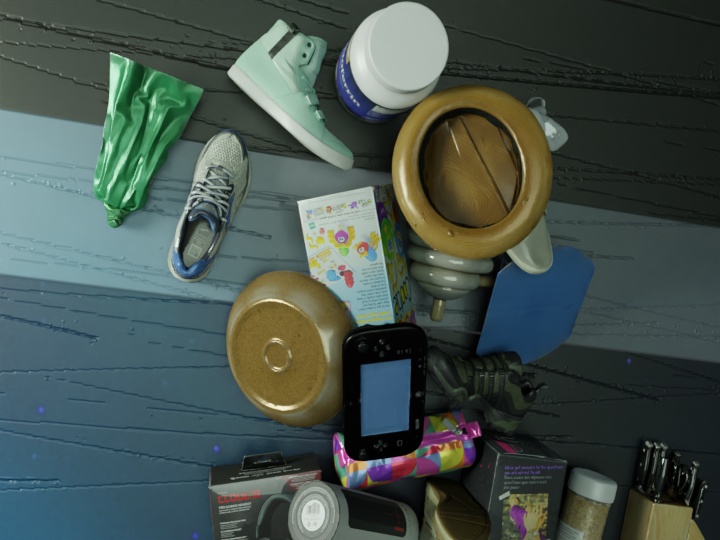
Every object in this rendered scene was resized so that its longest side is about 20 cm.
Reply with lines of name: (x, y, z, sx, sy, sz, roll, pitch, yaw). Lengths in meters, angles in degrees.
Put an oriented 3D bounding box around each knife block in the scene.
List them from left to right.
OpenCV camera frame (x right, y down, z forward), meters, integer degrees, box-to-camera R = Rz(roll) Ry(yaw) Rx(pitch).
knife block: (0.427, 0.365, 1.085, 0.198, 0.064, 0.177, -35, 99, -7)

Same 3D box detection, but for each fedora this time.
fedora: (0.132, -0.113, 0.871, 0.196, 0.082, 0.206, -1, 86, 11)

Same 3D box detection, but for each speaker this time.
speaker: (-0.004, 0.324, 0.937, 0.199, 0.081, 0.082, 35, 85, -49)

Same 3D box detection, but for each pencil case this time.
pencil case: (0.061, 0.242, 0.994, 0.195, 0.088, 0.091, -11, 96, -11)

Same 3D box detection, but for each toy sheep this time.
toy sheep: (0.123, -0.032, 0.970, 0.135, 0.138, 0.205, 7, 93, -11)

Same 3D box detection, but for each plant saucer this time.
plant saucer: (-0.097, 0.104, 0.922, 0.196, 0.035, 0.205, 5, 101, 24)

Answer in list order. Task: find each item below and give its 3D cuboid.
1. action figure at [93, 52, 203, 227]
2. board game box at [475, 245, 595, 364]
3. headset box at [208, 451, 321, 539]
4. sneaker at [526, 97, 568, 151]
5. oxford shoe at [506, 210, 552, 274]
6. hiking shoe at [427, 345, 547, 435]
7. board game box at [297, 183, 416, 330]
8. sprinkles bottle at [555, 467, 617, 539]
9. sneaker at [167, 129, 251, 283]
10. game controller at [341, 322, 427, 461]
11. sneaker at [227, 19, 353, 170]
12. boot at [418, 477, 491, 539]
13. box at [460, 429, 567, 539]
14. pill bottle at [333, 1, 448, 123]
action figure: (-0.282, -0.150, 0.917, 0.116, 0.055, 0.204, 19, 96, -13)
board game box: (0.234, 0.042, 1.017, 0.154, 0.039, 0.203, -5, 126, -20)
headset box: (-0.120, 0.339, 0.968, 0.145, 0.077, 0.205, -5, 96, -11)
sneaker: (0.234, -0.135, 1.009, 0.113, 0.075, 0.204, -22, 94, -6)
oxford shoe: (0.201, -0.096, 0.923, 0.074, 0.058, 0.205, -7, 79, -27)
hiking shoe: (0.166, 0.139, 0.998, 0.199, 0.076, 0.101, 35, 97, -31)
board game box: (0.000, 0.000, 0.941, 0.103, 0.103, 0.205, -8, 95, 18)
sprinkles bottle: (0.312, 0.393, 1.061, 0.067, 0.068, 0.205, 15, 91, -12)
sneaker: (-0.186, -0.079, 0.925, 0.075, 0.085, 0.204, 17, 89, -12)
game controller: (0.029, 0.150, 0.891, 0.102, 0.042, 0.204, -1, 121, -1)
sneaker: (-0.060, -0.229, 0.943, 0.200, 0.074, 0.119, 42, 92, -8)
boot: (0.111, 0.376, 0.954, 0.070, 0.200, 0.158, 11, 93, -5)
box: (0.197, 0.336, 1.007, 0.104, 0.122, 0.205, 9, 91, -11)
pill bottle: (0.036, -0.252, 0.899, 0.113, 0.200, 0.119, -1, 93, -11)
